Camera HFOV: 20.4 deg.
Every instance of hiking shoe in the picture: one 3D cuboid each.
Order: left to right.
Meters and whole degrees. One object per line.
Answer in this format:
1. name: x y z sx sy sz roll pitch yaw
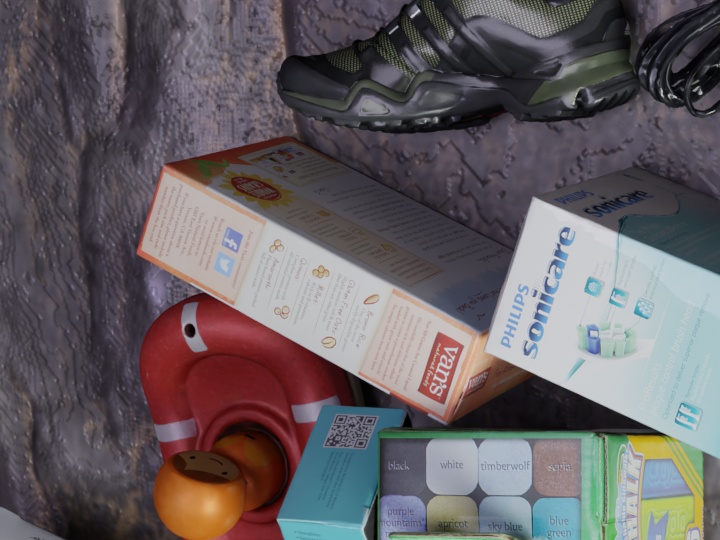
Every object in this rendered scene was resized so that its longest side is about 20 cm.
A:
1. hiking shoe: 0.049 -0.126 1.057 0.198 0.076 0.102 -2 90 19

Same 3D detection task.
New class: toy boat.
1. toy boat: -0.069 0.112 1.123 0.130 0.131 0.202 -11 94 29

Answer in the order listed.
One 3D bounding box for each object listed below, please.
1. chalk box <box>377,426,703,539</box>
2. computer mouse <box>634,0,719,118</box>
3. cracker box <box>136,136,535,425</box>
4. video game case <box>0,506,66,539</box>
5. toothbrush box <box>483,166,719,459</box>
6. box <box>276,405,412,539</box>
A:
1. chalk box: 0.084 0.141 0.995 0.124 0.200 0.125 -2 86 28
2. computer mouse: 0.241 -0.070 0.961 0.138 0.053 0.201 -40 71 10
3. cracker box: 0.000 0.000 1.063 0.199 0.134 0.058 27 111 22
4. video game case: -0.160 0.264 1.218 0.180 0.045 0.201 19 126 24
5. toothbrush box: 0.182 0.028 0.964 0.199 0.146 0.086 25 109 21
6. box: 0.013 0.171 1.064 0.049 0.083 0.201 2 132 21
